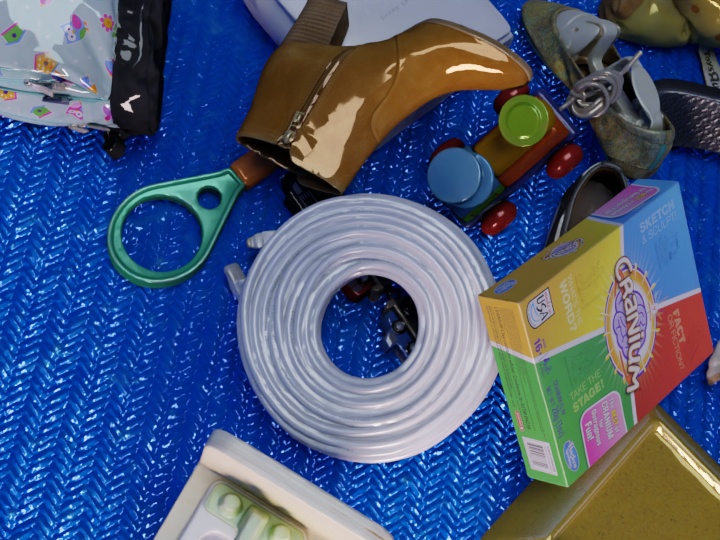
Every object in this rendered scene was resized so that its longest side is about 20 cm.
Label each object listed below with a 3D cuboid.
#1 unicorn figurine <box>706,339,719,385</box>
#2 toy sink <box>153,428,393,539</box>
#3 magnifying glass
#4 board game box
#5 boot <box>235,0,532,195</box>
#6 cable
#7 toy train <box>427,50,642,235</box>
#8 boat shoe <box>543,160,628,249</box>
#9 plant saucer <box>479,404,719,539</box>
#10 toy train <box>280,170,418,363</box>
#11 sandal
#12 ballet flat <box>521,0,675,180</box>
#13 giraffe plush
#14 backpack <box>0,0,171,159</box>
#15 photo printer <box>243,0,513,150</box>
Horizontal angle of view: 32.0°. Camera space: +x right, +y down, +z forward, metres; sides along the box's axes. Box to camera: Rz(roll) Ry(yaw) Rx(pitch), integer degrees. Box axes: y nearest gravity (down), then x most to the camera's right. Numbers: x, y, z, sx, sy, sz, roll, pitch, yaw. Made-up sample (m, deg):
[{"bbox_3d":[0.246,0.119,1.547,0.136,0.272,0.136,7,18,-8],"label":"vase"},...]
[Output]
[{"bbox_3d":[0.353,0.067,1.026,0.137,0.074,0.201,-34,94,-30],"label":"unicorn figurine"},{"bbox_3d":[-0.075,0.202,0.810,0.130,0.200,0.113,31,67,0],"label":"toy sink"},{"bbox_3d":[-0.114,-0.061,0.996,0.200,0.022,0.080,-39,81,-22],"label":"magnifying glass"},{"bbox_3d":[0.183,0.042,0.943,0.199,0.040,0.154,-34,116,-34],"label":"board game box"},{"bbox_3d":[0.016,-0.120,0.948,0.199,0.071,0.145,17,74,15],"label":"boot"},{"bbox_3d":[0.007,0.040,0.932,0.198,0.069,0.202,-19,80,2],"label":"cable"},{"bbox_3d":[0.136,-0.116,0.977,0.200,0.116,0.085,-41,81,10],"label":"toy train"},{"bbox_3d":[0.176,0.008,1.007,0.071,0.068,0.202,18,69,-6],"label":"boat shoe"},{"bbox_3d":[0.223,0.211,0.951,0.200,0.048,0.200,45,67,7],"label":"plant saucer"},{"bbox_3d":[0.000,0.000,0.990,0.046,0.034,0.201,-33,79,-17],"label":"toy train"},{"bbox_3d":[0.336,-0.129,1.091,0.198,0.076,0.043,17,41,-6],"label":"sandal"},{"bbox_3d":[0.204,-0.170,1.061,0.070,0.071,0.201,-17,64,-17],"label":"ballet flat"},{"bbox_3d":[0.306,-0.271,1.083,0.171,0.162,0.201,-24,76,-19],"label":"giraffe plush"},{"bbox_3d":[-0.248,-0.190,0.960,0.198,0.127,0.169,6,72,-6],"label":"backpack"},{"bbox_3d":[0.007,-0.222,1.054,0.166,0.070,0.200,-36,81,-21],"label":"photo printer"}]
